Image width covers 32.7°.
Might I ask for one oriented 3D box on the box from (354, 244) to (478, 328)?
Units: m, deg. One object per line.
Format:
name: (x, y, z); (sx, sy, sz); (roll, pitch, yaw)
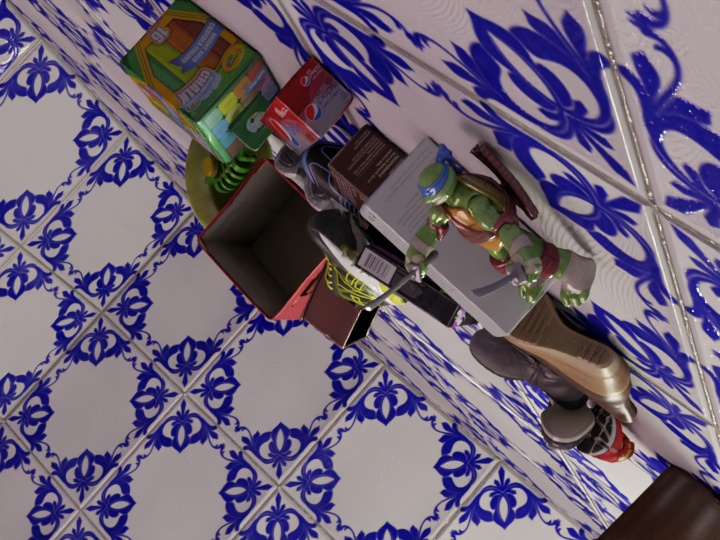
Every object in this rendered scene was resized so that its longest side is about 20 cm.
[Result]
box: (0.097, 0.015, 1.516); (0.142, 0.036, 0.200); (33, -166, 22)

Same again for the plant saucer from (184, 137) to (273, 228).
plant saucer: (-0.194, -0.152, 1.914); (0.031, 0.201, 0.200); (7, 153, 35)

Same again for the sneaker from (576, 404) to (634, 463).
sneaker: (0.351, 0.235, 1.726); (0.085, 0.077, 0.200); (30, 179, 3)

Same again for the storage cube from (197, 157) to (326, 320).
storage cube: (-0.103, -0.042, 1.856); (0.200, 0.171, 0.180); (45, -167, 16)

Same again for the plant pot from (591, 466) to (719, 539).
plant pot: (0.421, 0.392, 1.689); (0.200, 0.199, 0.200); (40, 173, 6)

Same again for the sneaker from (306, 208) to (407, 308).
sneaker: (-0.016, -0.002, 1.538); (0.200, 0.084, 0.075); (43, -143, -43)

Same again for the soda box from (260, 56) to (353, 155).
soda box: (-0.065, -0.188, 1.433); (0.070, 0.064, 0.200); (42, 173, -7)

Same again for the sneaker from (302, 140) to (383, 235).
sneaker: (0.013, -0.096, 1.516); (0.199, 0.070, 0.078); (33, -177, 0)

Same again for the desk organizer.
desk organizer: (0.000, 0.000, 1.655); (0.077, 0.201, 0.072); (35, -152, 20)

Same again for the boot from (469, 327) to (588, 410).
boot: (0.219, 0.105, 1.660); (0.199, 0.070, 0.132); (23, 162, 34)

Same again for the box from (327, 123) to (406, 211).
box: (0.061, -0.070, 1.417); (0.200, 0.075, 0.100); (42, 173, 14)

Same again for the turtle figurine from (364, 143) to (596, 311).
turtle figurine: (0.114, 0.000, 1.139); (0.193, 0.144, 0.201); (26, -134, -33)

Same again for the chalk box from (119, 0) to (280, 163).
chalk box: (-0.190, -0.236, 1.597); (0.200, 0.125, 0.124); (38, 172, 24)

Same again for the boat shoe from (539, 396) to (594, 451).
boat shoe: (0.282, 0.217, 1.684); (0.072, 0.063, 0.200); (6, -167, 9)

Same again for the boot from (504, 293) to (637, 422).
boot: (0.237, 0.102, 1.465); (0.199, 0.072, 0.167); (34, 168, 32)

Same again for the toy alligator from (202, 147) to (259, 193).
toy alligator: (-0.171, -0.164, 1.768); (0.059, 0.200, 0.055); (3, -121, -37)

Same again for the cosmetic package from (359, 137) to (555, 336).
cosmetic package: (0.106, -0.033, 1.278); (0.200, 0.102, 0.074); (44, 174, 0)

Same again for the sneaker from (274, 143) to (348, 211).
sneaker: (-0.039, -0.119, 1.725); (0.099, 0.078, 0.200); (39, -174, -41)
